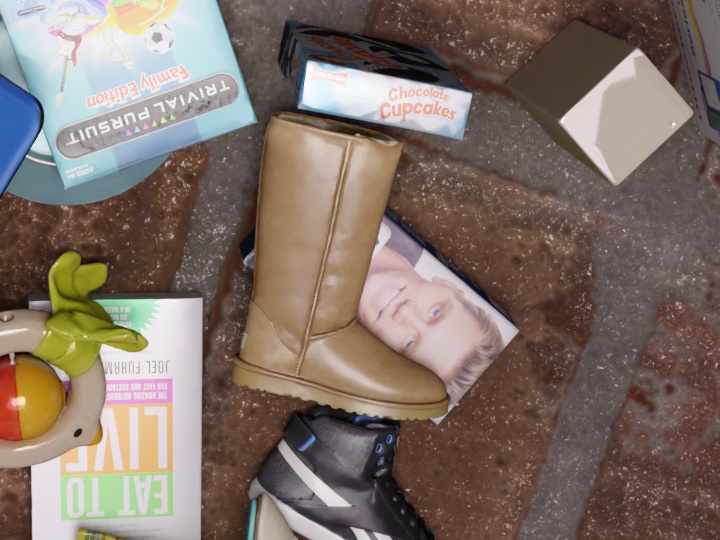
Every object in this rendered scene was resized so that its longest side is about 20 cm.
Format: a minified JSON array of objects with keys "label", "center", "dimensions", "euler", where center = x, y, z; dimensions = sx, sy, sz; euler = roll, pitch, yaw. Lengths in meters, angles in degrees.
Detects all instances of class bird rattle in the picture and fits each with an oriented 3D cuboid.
[{"label":"bird rattle","center":[-0.253,0.076,1.461],"dimensions":[0.199,0.113,0.164],"euler":[-15,123,-19]}]

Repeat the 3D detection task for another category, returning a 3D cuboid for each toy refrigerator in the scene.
[{"label":"toy refrigerator","center":[0.170,-0.122,1.470],"dimensions":[0.076,0.200,0.070],"euler":[-43,104,3]}]

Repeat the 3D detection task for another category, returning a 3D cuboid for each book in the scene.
[{"label":"book","center":[-0.187,0.118,1.564],"dimensions":[0.133,0.048,0.202],"euler":[-1,99,-8]}]

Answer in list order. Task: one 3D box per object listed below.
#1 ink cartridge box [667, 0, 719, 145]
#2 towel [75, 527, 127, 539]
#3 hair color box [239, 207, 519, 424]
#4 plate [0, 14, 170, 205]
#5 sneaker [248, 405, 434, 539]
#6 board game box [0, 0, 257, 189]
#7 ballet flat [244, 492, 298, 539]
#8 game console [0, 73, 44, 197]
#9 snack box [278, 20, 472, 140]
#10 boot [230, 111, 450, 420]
[{"label":"ink cartridge box","center":[0.292,-0.161,1.477],"dimensions":[0.087,0.200,0.146],"euler":[-15,105,0]},{"label":"towel","center":[-0.124,0.252,1.533],"dimensions":[0.199,0.018,0.087],"euler":[14,127,8]},{"label":"hair color box","center":[0.014,0.014,1.553],"dimensions":[0.200,0.061,0.100],"euler":[40,96,-14]},{"label":"plate","center":[-0.219,-0.145,1.508],"dimensions":[0.199,0.026,0.202],"euler":[-1,103,-6]},{"label":"sneaker","center":[0.023,0.177,1.583],"dimensions":[0.199,0.073,0.112],"euler":[29,99,-11]},{"label":"board game box","center":[-0.177,-0.179,1.469],"dimensions":[0.150,0.047,0.201],"euler":[-20,104,-3]},{"label":"ballet flat","center":[-0.068,0.251,1.571],"dimensions":[0.069,0.070,0.201],"euler":[8,128,-8]},{"label":"game console","center":[-0.317,-0.065,1.432],"dimensions":[0.118,0.171,0.201],"euler":[32,92,-12]},{"label":"snack box","center":[0.006,-0.137,1.446],"dimensions":[0.115,0.200,0.037],"euler":[10,103,-9]},{"label":"boot","center":[0.000,0.000,1.483],"dimensions":[0.174,0.066,0.201],"euler":[11,102,-8]}]
